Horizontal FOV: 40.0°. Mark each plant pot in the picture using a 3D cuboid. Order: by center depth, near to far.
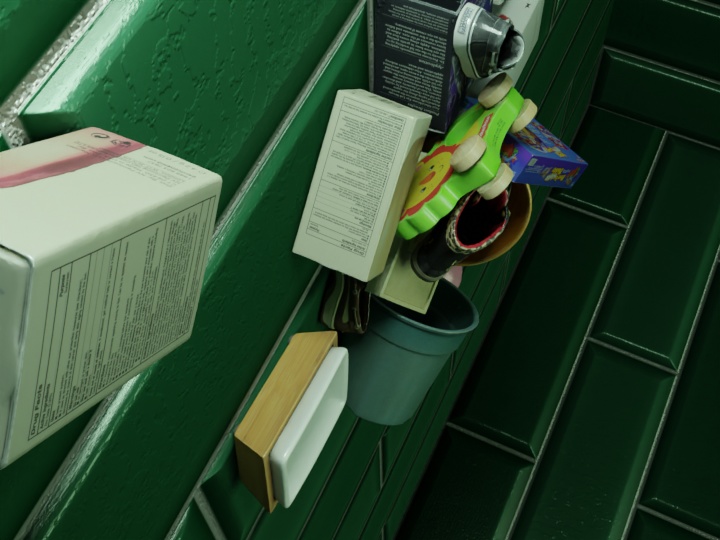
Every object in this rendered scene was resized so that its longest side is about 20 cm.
[{"bbox_3d":[0.049,0.114,1.508,0.197,0.199,0.200,-65,168,24],"label":"plant pot"},{"bbox_3d":[0.154,-0.140,1.515,0.184,0.198,0.202,-85,-174,-57],"label":"plant pot"}]

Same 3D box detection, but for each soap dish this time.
[{"bbox_3d":[-0.089,0.191,1.284,0.158,0.081,0.201,92,24,-53],"label":"soap dish"}]

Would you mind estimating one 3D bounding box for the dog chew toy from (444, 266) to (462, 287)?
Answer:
[{"bbox_3d":[0.122,-0.049,1.667,0.124,0.123,0.202,16,88,-76],"label":"dog chew toy"}]

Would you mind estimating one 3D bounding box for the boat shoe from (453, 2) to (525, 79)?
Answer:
[{"bbox_3d":[0.160,-0.262,1.161,0.200,0.067,0.072,10,101,-76],"label":"boat shoe"}]

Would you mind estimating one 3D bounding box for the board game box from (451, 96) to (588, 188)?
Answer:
[{"bbox_3d":[0.220,-0.176,1.375,0.199,0.134,0.045,-3,133,-56],"label":"board game box"}]

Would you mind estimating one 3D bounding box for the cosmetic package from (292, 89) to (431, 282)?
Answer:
[{"bbox_3d":[0.001,-0.101,1.159,0.071,0.104,0.202,-27,138,-67],"label":"cosmetic package"}]

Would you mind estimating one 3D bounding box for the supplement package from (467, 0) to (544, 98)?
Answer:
[{"bbox_3d":[0.181,-0.331,1.461,0.120,0.120,0.201,86,28,-61],"label":"supplement package"}]

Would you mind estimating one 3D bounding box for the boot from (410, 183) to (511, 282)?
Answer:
[{"bbox_3d":[0.153,-0.078,1.281,0.200,0.073,0.151,-47,-178,-19],"label":"boot"}]

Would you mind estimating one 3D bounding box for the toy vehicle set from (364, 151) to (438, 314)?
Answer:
[{"bbox_3d":[0.086,-0.048,1.355,0.124,0.026,0.202,24,88,-54],"label":"toy vehicle set"}]

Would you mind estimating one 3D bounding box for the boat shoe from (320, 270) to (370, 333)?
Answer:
[{"bbox_3d":[0.002,-0.003,1.359,0.075,0.074,0.204,-49,156,-54],"label":"boat shoe"}]

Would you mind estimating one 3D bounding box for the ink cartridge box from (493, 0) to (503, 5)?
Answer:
[{"bbox_3d":[0.189,-0.488,1.338,0.201,0.083,0.145,93,23,-50],"label":"ink cartridge box"}]

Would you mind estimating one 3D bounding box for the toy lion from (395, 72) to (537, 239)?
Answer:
[{"bbox_3d":[0.112,-0.130,1.226,0.191,0.069,0.201,-27,-152,46],"label":"toy lion"}]

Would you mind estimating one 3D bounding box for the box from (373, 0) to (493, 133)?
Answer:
[{"bbox_3d":[0.090,-0.295,1.208,0.201,0.104,0.149,88,26,-57],"label":"box"}]

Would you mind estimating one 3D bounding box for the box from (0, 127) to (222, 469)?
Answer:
[{"bbox_3d":[-0.185,0.003,0.594,0.200,0.108,0.129,-38,147,-63],"label":"box"}]
